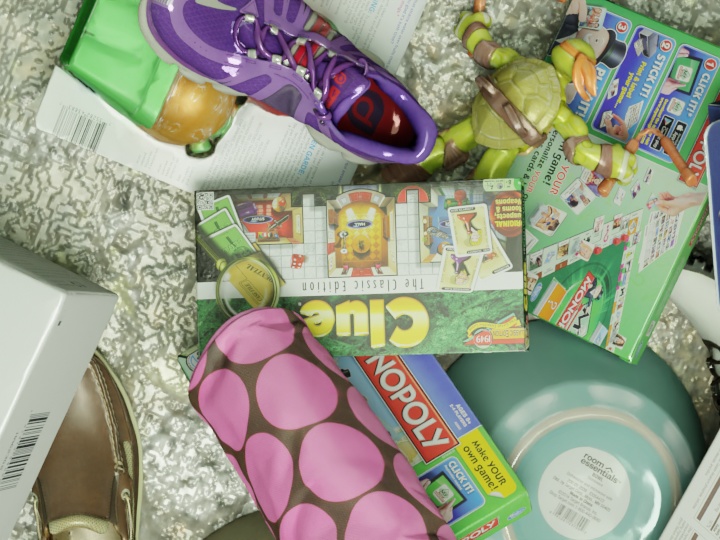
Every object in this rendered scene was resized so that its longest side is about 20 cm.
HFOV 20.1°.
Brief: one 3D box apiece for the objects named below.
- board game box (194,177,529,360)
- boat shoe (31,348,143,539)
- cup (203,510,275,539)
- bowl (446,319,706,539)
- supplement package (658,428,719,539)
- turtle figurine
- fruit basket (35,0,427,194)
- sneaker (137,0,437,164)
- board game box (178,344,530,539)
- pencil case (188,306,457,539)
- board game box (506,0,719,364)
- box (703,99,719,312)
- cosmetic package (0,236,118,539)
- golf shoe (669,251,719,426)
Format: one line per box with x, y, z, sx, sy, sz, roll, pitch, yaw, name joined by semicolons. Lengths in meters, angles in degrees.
0.000;0.000;1.221;0.199;0.023;0.105;-2;91;8;board game box
-0.168;0.146;1.263;0.074;0.075;0.203;-8;96;-5;boat shoe
-0.031;0.257;1.254;0.199;0.143;0.201;-1;95;-7;cup
0.134;0.136;1.280;0.200;0.105;0.202;-1;96;-6;bowl
0.259;0.174;1.219;0.111;0.155;0.200;41;128;26;supplement package
0.097;-0.083;1.245;0.161;0.064;0.200;-46;66;11;turtle figurine
-0.077;-0.136;1.255;0.199;0.094;0.186;22;93;-23;fruit basket
-0.034;-0.123;1.181;0.200;0.083;0.081;26;91;-26;sneaker
-0.007;0.097;1.229;0.134;0.029;0.200;-31;59;-8;board game box
-0.025;0.119;1.147;0.091;0.200;0.094;-3;138;-39;pencil case
0.154;-0.060;1.275;0.134;0.029;0.201;26;92;18;board game box
0.270;-0.060;1.253;0.200;0.032;0.122;-22;113;-37;box
-0.283;0.061;1.200;0.199;0.123;0.200;26;92;8;cosmetic package
0.251;0.067;1.300;0.200;0.078;0.095;39;90;-7;golf shoe
